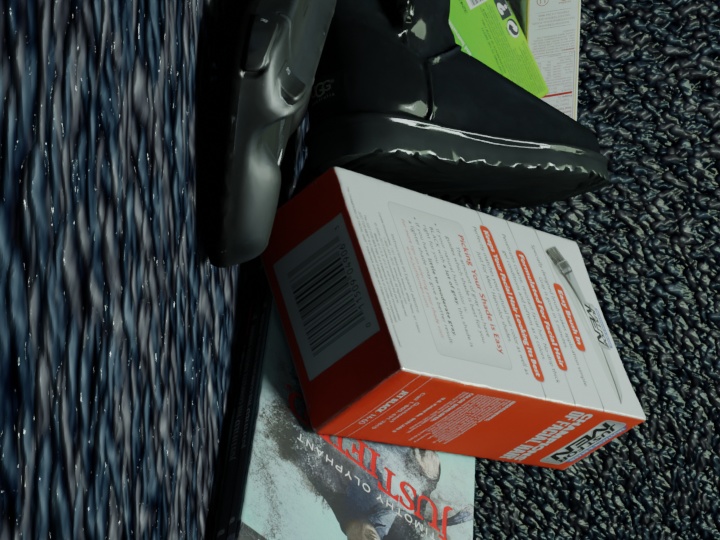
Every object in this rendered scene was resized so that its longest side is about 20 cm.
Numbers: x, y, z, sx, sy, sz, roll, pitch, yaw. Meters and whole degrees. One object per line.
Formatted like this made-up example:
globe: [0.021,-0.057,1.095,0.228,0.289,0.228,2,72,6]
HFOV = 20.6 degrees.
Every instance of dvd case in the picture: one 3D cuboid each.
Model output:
dvd case: [-0.001,0.091,0.924,0.146,0.022,0.201,39,35,-25]

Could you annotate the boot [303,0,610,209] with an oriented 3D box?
boot: [0.045,-0.124,0.995,0.076,0.199,0.169,-17,-107,46]

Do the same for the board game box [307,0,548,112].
board game box: [0.029,-0.103,1.049,0.200,0.030,0.096,-37,104,-52]

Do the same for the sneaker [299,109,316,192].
sneaker: [-0.014,-0.065,1.065,0.200,0.077,0.113,-84,164,-58]

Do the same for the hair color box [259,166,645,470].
hair color box: [0.046,0.029,0.971,0.199,0.064,0.111,14,49,-47]

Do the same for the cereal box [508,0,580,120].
cereal box: [0.094,-0.171,1.183,0.144,0.039,0.201,-111,-166,-49]

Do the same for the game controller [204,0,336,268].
game controller: [-0.041,-0.078,0.834,0.200,0.042,0.105,-79,-175,-67]
